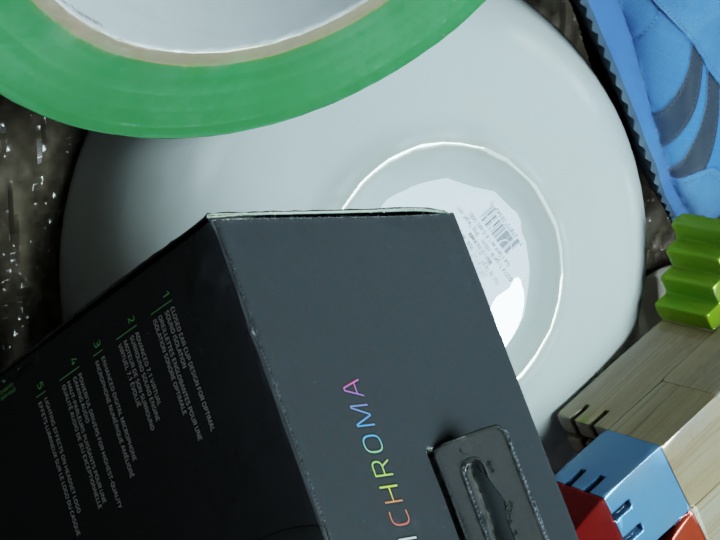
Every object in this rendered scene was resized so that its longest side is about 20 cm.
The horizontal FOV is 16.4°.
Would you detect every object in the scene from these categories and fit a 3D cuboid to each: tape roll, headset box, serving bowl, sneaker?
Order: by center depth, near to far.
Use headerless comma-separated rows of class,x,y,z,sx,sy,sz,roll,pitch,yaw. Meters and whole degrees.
tape roll,-0.033,-0.126,0.652,0.200,0.048,0.201,-17,138,-16
headset box,-0.032,0.097,0.653,0.093,0.200,0.174,-2,65,-46
serving bowl,0.011,-0.001,0.774,0.200,0.066,0.200,-4,98,-27
sneaker,0.109,-0.087,0.818,0.078,0.066,0.200,-25,139,1

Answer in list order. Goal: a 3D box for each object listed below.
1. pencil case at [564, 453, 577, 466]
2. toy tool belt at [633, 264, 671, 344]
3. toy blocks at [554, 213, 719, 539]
pencil case,0.058,0.159,0.908,0.083,0.091,0.200,-8,106,-47
toy tool belt,0.173,0.093,0.995,0.125,0.123,0.200,-20,116,-44
toy blocks,0.110,0.104,0.790,0.137,0.100,0.200,-39,118,-24
